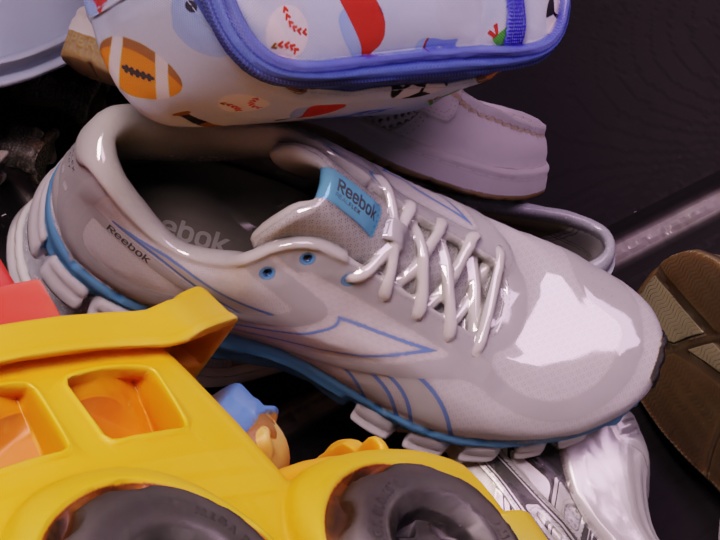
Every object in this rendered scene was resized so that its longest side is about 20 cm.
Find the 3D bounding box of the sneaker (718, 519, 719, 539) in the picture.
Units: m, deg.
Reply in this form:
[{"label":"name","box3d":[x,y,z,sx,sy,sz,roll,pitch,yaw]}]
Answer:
[{"label":"sneaker","box3d":[0.167,0.146,0.798,0.075,0.115,0.201,-21,82,-2]}]

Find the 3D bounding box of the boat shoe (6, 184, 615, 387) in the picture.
[{"label":"boat shoe","box3d":[-0.015,-0.004,0.881,0.201,0.065,0.075,9,52,-20]}]

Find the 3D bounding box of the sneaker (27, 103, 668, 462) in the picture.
[{"label":"sneaker","box3d":[0.000,0.000,0.797,0.199,0.087,0.075,15,67,-7]}]

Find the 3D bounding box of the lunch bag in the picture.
[{"label":"lunch bag","box3d":[-0.019,-0.144,0.777,0.160,0.075,0.201,-8,83,-41]}]

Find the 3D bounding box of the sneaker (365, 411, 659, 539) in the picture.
[{"label":"sneaker","box3d":[0.065,0.115,0.843,0.087,0.076,0.201,-20,66,-13]}]

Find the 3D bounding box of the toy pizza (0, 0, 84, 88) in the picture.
[{"label":"toy pizza","box3d":[-0.141,-0.148,0.844,0.199,0.032,0.202,4,74,-13]}]

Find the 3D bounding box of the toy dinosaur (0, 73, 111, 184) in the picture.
[{"label":"toy dinosaur","box3d":[-0.144,-0.069,0.876,0.102,0.077,0.201,21,59,13]}]

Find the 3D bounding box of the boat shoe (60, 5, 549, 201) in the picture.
[{"label":"boat shoe","box3d":[-0.003,-0.071,0.854,0.071,0.070,0.199,20,3,43]}]

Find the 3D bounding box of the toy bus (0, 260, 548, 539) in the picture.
[{"label":"toy bus","box3d":[-0.070,0.068,0.750,0.199,0.136,0.193,-8,56,-41]}]

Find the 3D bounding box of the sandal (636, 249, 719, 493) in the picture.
[{"label":"sandal","box3d":[0.160,0.078,0.911,0.054,0.080,0.201,6,47,-52]}]
